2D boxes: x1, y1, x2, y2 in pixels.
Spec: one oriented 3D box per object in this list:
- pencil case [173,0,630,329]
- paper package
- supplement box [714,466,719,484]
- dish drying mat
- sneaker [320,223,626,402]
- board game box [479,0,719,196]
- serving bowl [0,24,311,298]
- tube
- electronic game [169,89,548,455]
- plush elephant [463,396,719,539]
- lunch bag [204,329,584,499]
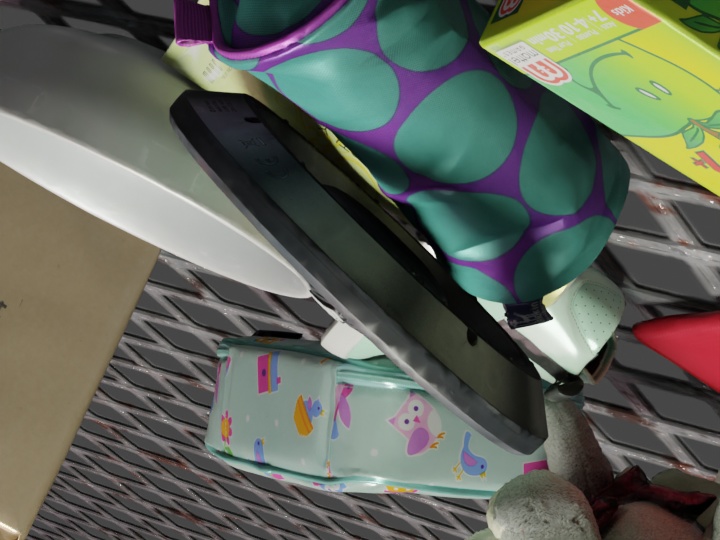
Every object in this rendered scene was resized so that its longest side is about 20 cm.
[{"bbox_3d":[0.022,-0.063,0.989,0.092,0.085,0.200,-23,139,23],"label":"pencil case"},{"bbox_3d":[-0.238,0.026,1.457,0.190,0.201,0.103,30,164,-18],"label":"paper package"},{"bbox_3d":[0.219,0.212,1.351,0.126,0.201,0.073,37,157,-33],"label":"supplement box"},{"bbox_3d":[0.204,0.036,1.152,0.077,0.018,0.200,31,164,-21],"label":"dish drying mat"},{"bbox_3d":[0.055,0.029,1.239,0.118,0.074,0.200,35,160,-6],"label":"sneaker"},{"bbox_3d":[0.151,-0.055,0.888,0.199,0.048,0.102,31,163,-16],"label":"board game box"},{"bbox_3d":[-0.097,-0.060,1.197,0.199,0.066,0.200,27,172,4],"label":"serving bowl"},{"bbox_3d":[0.009,-0.054,1.108,0.199,0.058,0.052,33,-163,-8],"label":"tube"},{"bbox_3d":[0.000,0.000,1.028,0.200,0.042,0.200,44,-174,-5],"label":"electronic game"},{"bbox_3d":[0.125,0.132,1.269,0.155,0.164,0.201,-131,25,-54],"label":"plush elephant"},{"bbox_3d":[0.018,0.079,1.403,0.160,0.078,0.200,6,180,-32],"label":"lunch bag"}]
